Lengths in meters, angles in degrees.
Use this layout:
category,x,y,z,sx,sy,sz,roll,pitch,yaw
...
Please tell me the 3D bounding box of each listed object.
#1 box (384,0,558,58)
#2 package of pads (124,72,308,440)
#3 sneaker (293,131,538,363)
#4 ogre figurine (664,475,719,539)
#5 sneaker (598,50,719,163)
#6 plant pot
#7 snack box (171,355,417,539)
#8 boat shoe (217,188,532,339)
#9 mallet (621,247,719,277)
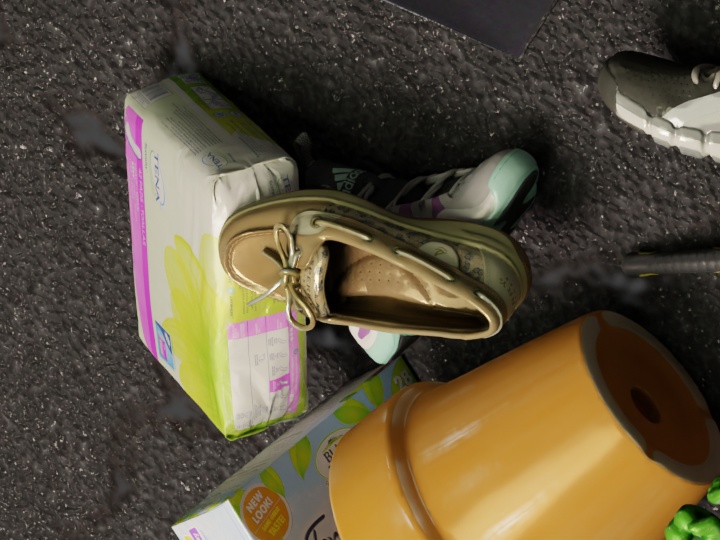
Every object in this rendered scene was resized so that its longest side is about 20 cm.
category,x,y,z,sx,sy,sz,roll,pitch,yaw
box,0.082,-0.257,1.315,0.117,0.198,0.201,21,132,-11
package of pads,-0.094,-0.008,1.657,0.154,0.068,0.201,42,141,52
sneaker,0.016,-0.043,1.586,0.140,0.078,0.200,46,132,6
ogre figurine,0.274,0.132,1.381,0.199,0.098,0.120,-37,95,0
sneaker,0.235,-0.111,1.394,0.199,0.075,0.116,22,122,14
plant pot,0.113,0.126,1.545,0.183,0.200,0.201,-41,87,28
snack box,-0.002,0.177,1.639,0.067,0.200,0.169,-29,95,43
boat shoe,0.000,0.000,1.513,0.198,0.063,0.074,5,123,22
mallet,0.238,-0.008,1.469,0.199,0.065,0.042,-2,92,54
